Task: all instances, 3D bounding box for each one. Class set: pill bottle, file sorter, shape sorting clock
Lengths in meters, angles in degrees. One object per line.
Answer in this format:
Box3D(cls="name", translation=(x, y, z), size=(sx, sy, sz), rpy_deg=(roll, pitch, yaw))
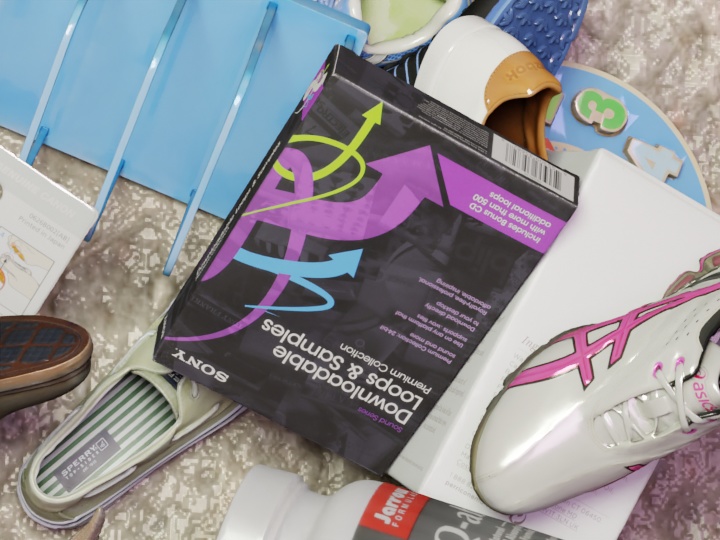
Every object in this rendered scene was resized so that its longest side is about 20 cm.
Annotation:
Box3D(cls="pill bottle", translation=(0.028, 0.169, 1.286), size=(0.199, 0.116, 0.117), rpy_deg=(17, 80, 10))
Box3D(cls="file sorter", translation=(-0.117, -0.087, 1.397), size=(0.199, 0.123, 0.139), rpy_deg=(22, 119, -5))
Box3D(cls="shape sorting clock", translation=(0.107, -0.020, 1.491), size=(0.198, 0.039, 0.202), rpy_deg=(1, 82, -8))

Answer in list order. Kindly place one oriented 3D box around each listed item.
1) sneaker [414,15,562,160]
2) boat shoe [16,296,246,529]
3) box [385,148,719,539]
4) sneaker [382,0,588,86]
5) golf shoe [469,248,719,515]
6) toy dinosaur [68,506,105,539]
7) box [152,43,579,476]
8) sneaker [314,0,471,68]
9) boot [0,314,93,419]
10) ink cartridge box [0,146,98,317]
Box3D(cls="sneaker", translation=(0.052, -0.024, 1.369), size=(0.072, 0.085, 0.201), rpy_deg=(-9, 123, -41))
Box3D(cls="boat shoe", translation=(-0.104, 0.067, 1.436), size=(0.072, 0.062, 0.200), rpy_deg=(45, 78, 0))
Box3D(cls="box", translation=(0.107, 0.046, 1.396), size=(0.106, 0.152, 0.201), rpy_deg=(29, 88, -9))
Box3D(cls="sneaker", translation=(0.043, -0.100, 1.434), size=(0.078, 0.070, 0.201), rpy_deg=(34, 89, 41))
Box3D(cls="golf shoe", translation=(0.140, 0.053, 1.279), size=(0.199, 0.092, 0.073), rpy_deg=(-34, 102, -6))
Box3D(cls="toy dinosaur", translation=(-0.181, 0.227, 1.395), size=(0.135, 0.086, 0.200), rpy_deg=(41, 70, -5))
Box3D(cls="box", translation=(0.000, 0.000, 1.339), size=(0.142, 0.036, 0.200), rpy_deg=(27, 122, -12))
Box3D(cls="sneaker", translation=(-0.032, -0.143, 1.468), size=(0.198, 0.077, 0.076), rpy_deg=(-9, 85, -9))
Box3D(cls="boot", translation=(-0.209, 0.087, 1.353), size=(0.199, 0.075, 0.097), rpy_deg=(-13, 116, 24))
Box3D(cls="ink cartridge box", translation=(-0.247, -0.001, 1.387), size=(0.162, 0.050, 0.201), rpy_deg=(33, 108, -2))
